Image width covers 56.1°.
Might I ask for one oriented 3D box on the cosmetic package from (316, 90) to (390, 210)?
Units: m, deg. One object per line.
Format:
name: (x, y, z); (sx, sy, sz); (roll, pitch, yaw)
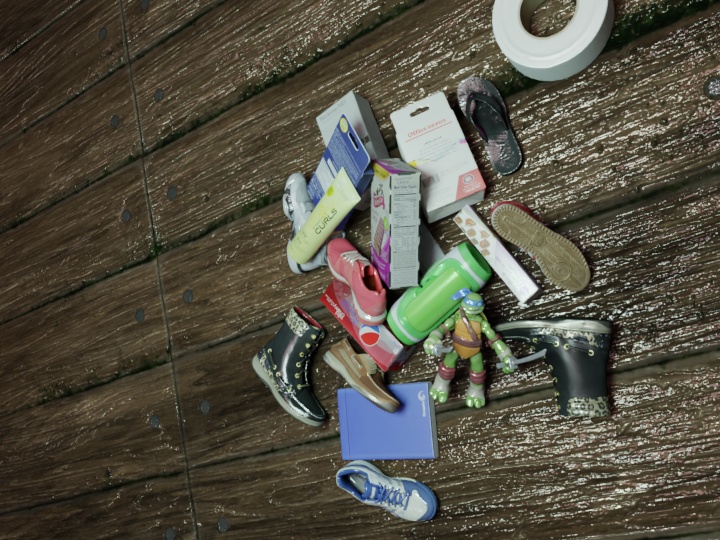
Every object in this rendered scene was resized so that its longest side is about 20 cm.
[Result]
cosmetic package: (-0.006, -0.234, 1.326); (0.100, 0.073, 0.205); (-30, 71, 26)

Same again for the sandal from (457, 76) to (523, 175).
sandal: (0.231, -0.268, 1.208); (0.074, 0.048, 0.205); (-32, 71, 23)

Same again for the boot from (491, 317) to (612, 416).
boot: (0.313, 0.157, 1.111); (0.198, 0.073, 0.159); (-4, 87, 31)

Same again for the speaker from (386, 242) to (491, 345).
speaker: (0.139, 0.043, 1.213); (0.200, 0.088, 0.089); (-43, 67, 19)

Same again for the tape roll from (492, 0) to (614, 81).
tape roll: (0.329, -0.437, 1.156); (0.197, 0.070, 0.209); (-3, 83, 30)

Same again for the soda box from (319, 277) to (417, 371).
soda box: (0.013, 0.099, 1.288); (0.200, 0.069, 0.064); (46, 108, 25)

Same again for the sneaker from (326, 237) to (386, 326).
sneaker: (0.000, 0.000, 1.251); (0.202, 0.072, 0.088); (58, 149, 31)

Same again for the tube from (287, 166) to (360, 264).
tube: (-0.070, -0.095, 1.262); (0.057, 0.052, 0.200); (36, 125, -8)

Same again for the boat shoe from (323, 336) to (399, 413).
boat shoe: (0.008, 0.190, 1.267); (0.072, 0.076, 0.199); (-50, 50, -5)

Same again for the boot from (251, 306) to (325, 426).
boot: (-0.115, 0.190, 1.346); (0.203, 0.073, 0.155); (42, 103, 25)

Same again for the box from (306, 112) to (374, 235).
box: (-0.035, -0.179, 1.264); (0.123, 0.032, 0.201); (62, 142, 27)

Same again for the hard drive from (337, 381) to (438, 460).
hard drive: (0.049, 0.286, 1.277); (0.195, 0.025, 0.136); (-10, 80, 29)

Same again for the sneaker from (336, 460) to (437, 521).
sneaker: (0.043, 0.411, 1.234); (0.195, 0.088, 0.078); (11, 89, 29)

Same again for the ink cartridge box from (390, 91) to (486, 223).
ink cartridge box: (0.138, -0.206, 1.228); (0.114, 0.068, 0.205); (-21, 75, 3)

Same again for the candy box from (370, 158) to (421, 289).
candy box: (0.060, -0.087, 1.207); (0.059, 0.137, 0.206); (-4, 108, -13)

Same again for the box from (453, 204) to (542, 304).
box: (0.240, -0.029, 1.187); (0.039, 0.041, 0.202); (-44, 65, 19)

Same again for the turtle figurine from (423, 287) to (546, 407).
turtle figurine: (0.176, 0.152, 1.111); (0.201, 0.140, 0.198); (-126, 32, -47)

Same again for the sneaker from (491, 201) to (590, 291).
sneaker: (0.301, -0.049, 1.147); (0.199, 0.113, 0.072); (39, 103, -5)

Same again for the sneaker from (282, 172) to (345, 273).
sneaker: (-0.092, -0.098, 1.367); (0.112, 0.075, 0.207); (-3, 89, 29)

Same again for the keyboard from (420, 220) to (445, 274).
keyboard: (0.102, -0.069, 1.289); (0.056, 0.011, 0.203); (-38, 69, 16)
